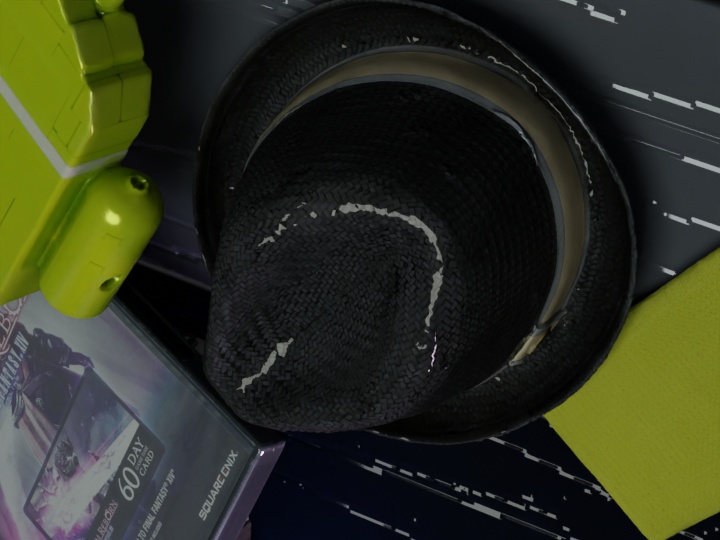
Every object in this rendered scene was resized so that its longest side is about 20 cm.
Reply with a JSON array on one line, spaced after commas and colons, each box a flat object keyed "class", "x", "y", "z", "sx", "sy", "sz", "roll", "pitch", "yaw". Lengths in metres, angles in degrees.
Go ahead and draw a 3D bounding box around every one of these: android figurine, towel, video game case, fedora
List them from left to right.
[{"class": "android figurine", "x": -0.143, "y": -0.072, "z": 0.856, "sx": 0.182, "sy": 0.041, "sz": 0.200, "roll": 51, "pitch": 134, "yaw": 17}, {"class": "video game case", "x": -0.126, "y": 0.061, "z": 0.917, "sx": 0.200, "sy": 0.019, "sz": 0.143, "roll": 43, "pitch": 122, "yaw": 26}, {"class": "fedora", "x": 0.000, "y": 0.000, "z": 0.812, "sx": 0.200, "sy": 0.092, "sz": 0.201, "roll": 16, "pitch": 124, "yaw": 24}, {"class": "towel", "x": 0.150, "y": 0.028, "z": 0.802, "sx": 0.086, "sy": 0.018, "sz": 0.200, "roll": 51, "pitch": 132, "yaw": -1}]

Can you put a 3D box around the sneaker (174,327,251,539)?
[{"class": "sneaker", "x": -0.098, "y": 0.107, "z": 0.964, "sx": 0.088, "sy": 0.074, "sz": 0.200, "roll": 27, "pitch": 120, "yaw": 22}]
